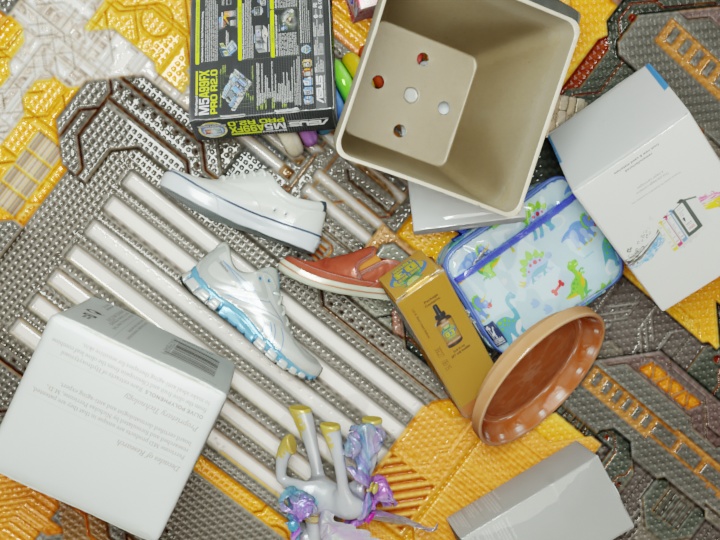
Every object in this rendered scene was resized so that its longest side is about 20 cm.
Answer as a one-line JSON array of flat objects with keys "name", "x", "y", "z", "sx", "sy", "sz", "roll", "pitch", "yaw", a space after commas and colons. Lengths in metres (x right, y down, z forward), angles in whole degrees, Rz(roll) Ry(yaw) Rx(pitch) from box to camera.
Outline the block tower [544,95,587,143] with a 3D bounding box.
[{"name": "block tower", "x": 0.269, "y": -0.177, "z": 1.141, "sx": 0.197, "sy": 0.054, "sz": 0.059, "roll": 10, "pitch": 92, "yaw": -7}]

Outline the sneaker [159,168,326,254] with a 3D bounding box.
[{"name": "sneaker", "x": -0.133, "y": -0.085, "z": 1.097, "sx": 0.198, "sy": 0.073, "sz": 0.072, "roll": 21, "pitch": 82, "yaw": -17}]

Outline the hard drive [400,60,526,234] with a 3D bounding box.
[{"name": "hard drive", "x": 0.115, "y": -0.150, "z": 1.102, "sx": 0.130, "sy": 0.026, "sz": 0.203, "roll": -7, "pitch": 78, "yaw": 2}]

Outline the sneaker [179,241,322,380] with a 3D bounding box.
[{"name": "sneaker", "x": -0.111, "y": 0.045, "z": 1.104, "sx": 0.200, "sy": 0.075, "sz": 0.087, "roll": 42, "pitch": 83, "yaw": -8}]

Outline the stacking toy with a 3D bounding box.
[{"name": "stacking toy", "x": -0.014, "y": -0.213, "z": 1.084, "sx": 0.198, "sy": 0.085, "sz": 0.086, "roll": -29, "pitch": 97, "yaw": -1}]

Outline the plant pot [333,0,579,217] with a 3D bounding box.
[{"name": "plant pot", "x": 0.077, "y": -0.187, "z": 0.982, "sx": 0.197, "sy": 0.177, "sz": 0.202, "roll": 18, "pitch": 94, "yaw": -14}]

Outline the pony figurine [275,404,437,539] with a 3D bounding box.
[{"name": "pony figurine", "x": -0.018, "y": 0.273, "z": 1.105, "sx": 0.190, "sy": 0.166, "sz": 0.203, "roll": 4, "pitch": 98, "yaw": 25}]

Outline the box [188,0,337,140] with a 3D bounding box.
[{"name": "box", "x": -0.108, "y": -0.248, "z": 1.043, "sx": 0.158, "sy": 0.044, "sz": 0.203, "roll": -5, "pitch": 69, "yaw": 3}]

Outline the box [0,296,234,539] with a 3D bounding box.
[{"name": "box", "x": -0.261, "y": 0.152, "z": 1.027, "sx": 0.198, "sy": 0.199, "sz": 0.173, "roll": 25, "pitch": 91, "yaw": -6}]

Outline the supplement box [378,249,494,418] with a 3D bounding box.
[{"name": "supplement box", "x": 0.097, "y": 0.075, "z": 1.096, "sx": 0.066, "sy": 0.069, "sz": 0.201, "roll": -33, "pitch": 123, "yaw": -3}]

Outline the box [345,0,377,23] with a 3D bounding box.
[{"name": "box", "x": 0.074, "y": -0.365, "z": 1.083, "sx": 0.197, "sy": 0.095, "sz": 0.104, "roll": -18, "pitch": 96, "yaw": -5}]

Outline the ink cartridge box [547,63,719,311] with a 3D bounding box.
[{"name": "ink cartridge box", "x": 0.335, "y": -0.093, "z": 1.067, "sx": 0.144, "sy": 0.148, "sz": 0.200, "roll": -35, "pitch": 117, "yaw": 18}]

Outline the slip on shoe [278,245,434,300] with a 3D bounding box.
[{"name": "slip on shoe", "x": 0.000, "y": 0.000, "z": 1.112, "sx": 0.197, "sy": 0.074, "sz": 0.062, "roll": 7, "pitch": 93, "yaw": -13}]

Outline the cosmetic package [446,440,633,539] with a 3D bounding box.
[{"name": "cosmetic package", "x": 0.219, "y": 0.308, "z": 1.155, "sx": 0.198, "sy": 0.090, "sz": 0.108, "roll": -28, "pitch": 97, "yaw": -7}]

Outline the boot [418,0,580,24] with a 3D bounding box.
[{"name": "boot", "x": 0.167, "y": -0.312, "z": 1.025, "sx": 0.198, "sy": 0.073, "sz": 0.182, "roll": 22, "pitch": 131, "yaw": -24}]

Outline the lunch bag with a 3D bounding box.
[{"name": "lunch bag", "x": 0.199, "y": -0.008, "z": 1.133, "sx": 0.199, "sy": 0.082, "sz": 0.162, "roll": -33, "pitch": 94, "yaw": -5}]

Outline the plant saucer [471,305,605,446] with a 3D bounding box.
[{"name": "plant saucer", "x": 0.205, "y": 0.121, "z": 1.105, "sx": 0.200, "sy": 0.200, "sz": 0.032, "roll": -44, "pitch": 56, "yaw": -3}]
